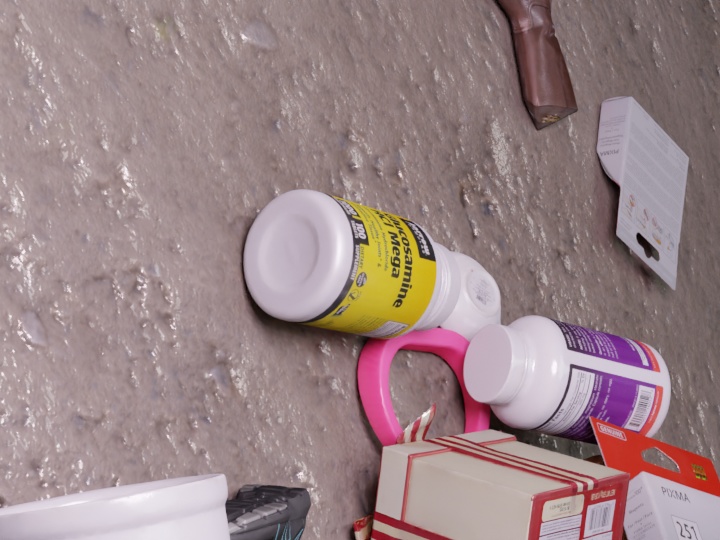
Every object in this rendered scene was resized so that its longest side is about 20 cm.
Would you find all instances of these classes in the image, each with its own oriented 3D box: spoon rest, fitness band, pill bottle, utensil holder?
[{"bbox_3d":[0.138,0.057,1.580,0.200,0.061,0.100,37,47,-24],"label":"spoon rest"},{"bbox_3d":[0.067,0.125,1.462,0.200,0.037,0.144,9,70,-54],"label":"fitness band"},{"bbox_3d":[0.203,0.109,1.513,0.199,0.112,0.113,15,65,-31],"label":"pill bottle"},{"bbox_3d":[-0.157,0.246,1.002,0.170,0.169,0.201,-5,84,-54],"label":"utensil holder"},{"bbox_3d":[0.000,0.000,1.349,0.200,0.112,0.113,13,67,-52],"label":"pill bottle"}]

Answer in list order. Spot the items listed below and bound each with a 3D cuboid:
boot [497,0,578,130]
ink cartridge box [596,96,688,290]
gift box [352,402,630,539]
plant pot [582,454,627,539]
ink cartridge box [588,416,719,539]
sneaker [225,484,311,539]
[{"bbox_3d":[0.185,-0.265,1.751,0.186,0.064,0.201,-3,85,-52],"label":"boot"},{"bbox_3d":[0.353,-0.096,1.933,0.162,0.057,0.201,36,59,-42],"label":"ink cartridge box"},{"bbox_3d":[0.117,0.226,1.348,0.184,0.186,0.201,6,94,-50],"label":"gift box"},{"bbox_3d":[0.220,0.276,1.504,0.140,0.200,0.200,56,36,3],"label":"plant pot"},{"bbox_3d":[0.318,0.225,1.459,0.199,0.044,0.174,21,42,-37],"label":"ink cartridge box"},{"bbox_3d":[-0.082,0.210,1.166,0.200,0.075,0.080,10,84,-73],"label":"sneaker"}]
